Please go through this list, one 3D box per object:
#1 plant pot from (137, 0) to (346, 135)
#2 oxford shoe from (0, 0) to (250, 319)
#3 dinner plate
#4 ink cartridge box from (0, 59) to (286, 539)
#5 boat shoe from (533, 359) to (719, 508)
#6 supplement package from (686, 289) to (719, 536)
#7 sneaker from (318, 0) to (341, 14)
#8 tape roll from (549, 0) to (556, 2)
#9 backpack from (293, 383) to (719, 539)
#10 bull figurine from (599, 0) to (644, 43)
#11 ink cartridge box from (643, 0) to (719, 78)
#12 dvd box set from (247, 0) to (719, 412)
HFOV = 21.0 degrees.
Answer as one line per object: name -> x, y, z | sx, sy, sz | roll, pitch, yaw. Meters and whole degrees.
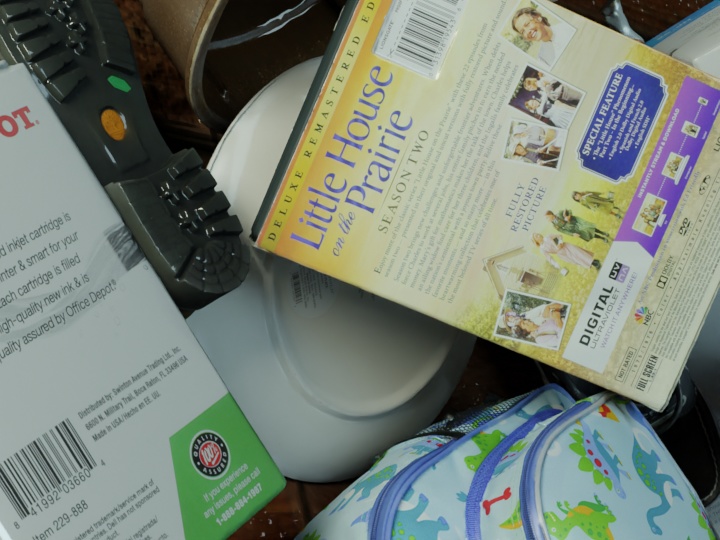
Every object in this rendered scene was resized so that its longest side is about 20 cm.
plant pot -> -0.055, -0.200, 0.884 | 0.198, 0.200, 0.200 | 49, 32, 18
oxford shoe -> -0.130, -0.061, 0.803 | 0.073, 0.084, 0.200 | -17, 77, -51
dinner plate -> 0.000, 0.000, 0.893 | 0.200, 0.024, 0.200 | -6, 99, -44
ink cartridge box -> -0.140, 0.040, 0.722 | 0.200, 0.084, 0.146 | 59, 36, -3
boat shoe -> 0.125, 0.048, 0.932 | 0.200, 0.070, 0.066 | 59, -4, -21
supplement package -> 0.174, 0.031, 1.047 | 0.200, 0.117, 0.117 | 60, 5, -1
sneaker -> 0.030, -0.071, 1.013 | 0.200, 0.071, 0.098 | 60, 34, -3
tape roll -> 0.061, -0.240, 1.058 | 0.202, 0.202, 0.071 | 50, 36, -14
backpack -> 0.068, 0.150, 0.847 | 0.200, 0.147, 0.183 | -23, 83, -52
bull figurine -> 0.170, -0.092, 1.203 | 0.121, 0.065, 0.200 | 44, 37, -15
ink cartridge box -> 0.215, -0.080, 1.012 | 0.116, 0.067, 0.200 | 60, 3, -8
dvd box set -> 0.070, -0.041, 0.837 | 0.200, 0.146, 0.029 | 21, 4, -13
